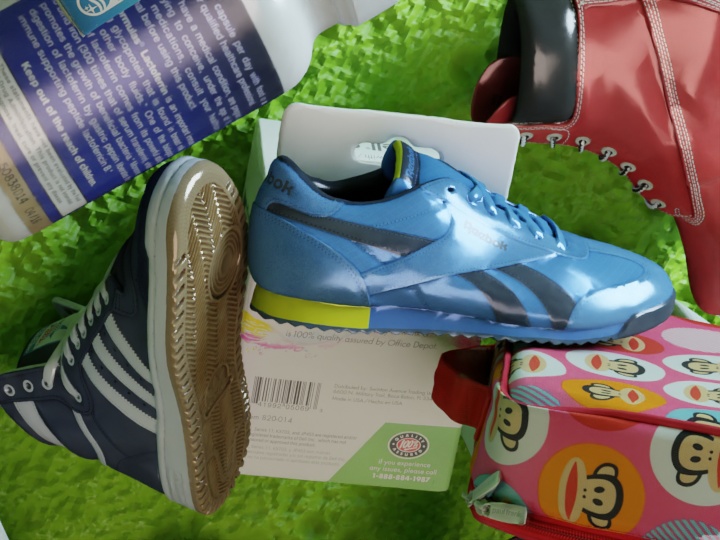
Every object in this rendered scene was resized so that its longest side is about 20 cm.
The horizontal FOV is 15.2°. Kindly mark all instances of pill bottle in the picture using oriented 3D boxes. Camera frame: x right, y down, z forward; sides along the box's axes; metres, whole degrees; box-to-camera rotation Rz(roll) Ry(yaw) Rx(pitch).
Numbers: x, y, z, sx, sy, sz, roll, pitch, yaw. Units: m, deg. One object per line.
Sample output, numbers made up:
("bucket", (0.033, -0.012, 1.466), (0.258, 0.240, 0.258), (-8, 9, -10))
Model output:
("pill bottle", (-0.091, -0.107, 1.129), (0.199, 0.116, 0.116), (-29, 129, -3))

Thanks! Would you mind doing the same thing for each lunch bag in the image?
("lunch bag", (0.117, 0.068, 1.189), (0.175, 0.200, 0.082), (11, 103, 5))

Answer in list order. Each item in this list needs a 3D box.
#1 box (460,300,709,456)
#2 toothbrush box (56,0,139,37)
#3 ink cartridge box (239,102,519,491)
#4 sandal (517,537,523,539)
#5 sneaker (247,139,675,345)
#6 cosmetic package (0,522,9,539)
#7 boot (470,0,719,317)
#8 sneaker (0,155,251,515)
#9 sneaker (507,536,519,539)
("box", (0.170, 0.105, 1.380), (0.200, 0.098, 0.125), (33, 105, -27))
("toothbrush box", (-0.064, -0.205, 1.055), (0.199, 0.147, 0.085), (-31, 129, -1))
("ink cartridge box", (0.000, 0.000, 1.258), (0.116, 0.067, 0.201), (6, 121, -10))
("sandal", (0.164, 0.138, 1.311), (0.199, 0.048, 0.076), (14, 112, -20))
("sneaker", (0.049, -0.013, 1.178), (0.199, 0.066, 0.079), (4, 101, -16))
("cosmetic package", (-0.249, 0.164, 1.178), (0.165, 0.164, 0.201), (-43, 134, -27))
("boot", (0.125, -0.055, 1.294), (0.143, 0.073, 0.201), (-15, 122, -9))
("sneaker", (-0.109, 0.021, 1.196), (0.070, 0.108, 0.201), (-54, 155, -40))
("sneaker", (0.059, 0.238, 1.347), (0.086, 0.080, 0.201), (-8, 89, -22))
